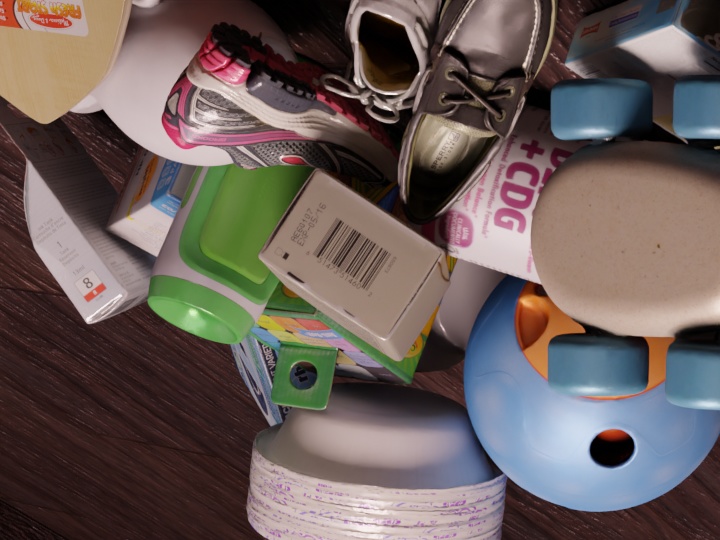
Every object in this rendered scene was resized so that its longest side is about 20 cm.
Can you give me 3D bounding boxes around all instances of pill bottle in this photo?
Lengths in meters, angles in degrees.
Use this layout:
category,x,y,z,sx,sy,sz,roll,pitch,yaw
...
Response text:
category,x,y,z,sx,sy,sz,roll,pitch,yaw
pill bottle,0.034,0.029,1.801,0.111,0.112,0.200,32,159,-29
pill bottle,0.141,-0.043,1.460,0.199,0.114,0.113,17,162,13

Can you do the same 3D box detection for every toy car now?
category,x,y,z,sx,sy,sz,roll,pitch,yaw
toy car,0.222,-0.019,1.300,0.199,0.185,0.176,-1,-177,-44

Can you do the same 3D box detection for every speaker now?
category,x,y,z,sx,sy,sz,roll,pitch,yaw
speaker,-0.080,-0.053,1.552,0.088,0.201,0.089,20,162,7

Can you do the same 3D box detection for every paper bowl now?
category,x,y,z,sx,sy,sz,roll,pitch,yaw
paper bowl,0.015,0.150,1.678,0.199,0.105,0.201,6,-171,-1

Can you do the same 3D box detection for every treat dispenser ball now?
category,x,y,z,sx,sy,sz,roll,pitch,yaw
treat dispenser ball,0.176,0.078,1.624,0.200,0.202,0.201,20,162,7

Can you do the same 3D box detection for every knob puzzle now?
category,x,y,z,sx,sy,sz,roll,pitch,yaw
knob puzzle,-0.224,-0.196,1.456,0.219,0.030,0.221,19,126,27

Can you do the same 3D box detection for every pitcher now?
category,x,y,z,sx,sy,sz,roll,pitch,yaw
pitcher,-0.145,-0.160,1.489,0.199,0.121,0.172,21,151,42

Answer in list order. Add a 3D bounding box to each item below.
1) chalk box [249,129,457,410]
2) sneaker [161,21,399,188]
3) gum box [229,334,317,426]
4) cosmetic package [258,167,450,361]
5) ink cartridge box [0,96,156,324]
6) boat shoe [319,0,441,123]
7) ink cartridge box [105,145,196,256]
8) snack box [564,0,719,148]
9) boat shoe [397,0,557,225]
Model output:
category,x,y,z,sx,sy,sz,roll,pitch,yaw
chalk box,-0.020,0.007,1.654,0.124,0.201,0.124,4,155,44
sneaker,-0.048,-0.095,1.418,0.200,0.075,0.081,23,-157,-45
gum box,-0.082,0.049,1.829,0.200,0.044,0.171,-129,20,-60
cosmetic package,0.000,0.000,1.461,0.103,0.073,0.200,33,178,5
ink cartridge box,-0.241,-0.054,1.749,0.200,0.050,0.162,50,-170,2
boat shoe,0.017,-0.134,1.389,0.074,0.086,0.202,22,162,2
ink cartridge box,-0.134,-0.076,1.688,0.068,0.116,0.200,27,162,-17
snack box,0.235,-0.100,1.308,0.199,0.037,0.116,30,161,-22
boat shoe,0.070,-0.106,1.334,0.071,0.066,0.201,17,136,-6
